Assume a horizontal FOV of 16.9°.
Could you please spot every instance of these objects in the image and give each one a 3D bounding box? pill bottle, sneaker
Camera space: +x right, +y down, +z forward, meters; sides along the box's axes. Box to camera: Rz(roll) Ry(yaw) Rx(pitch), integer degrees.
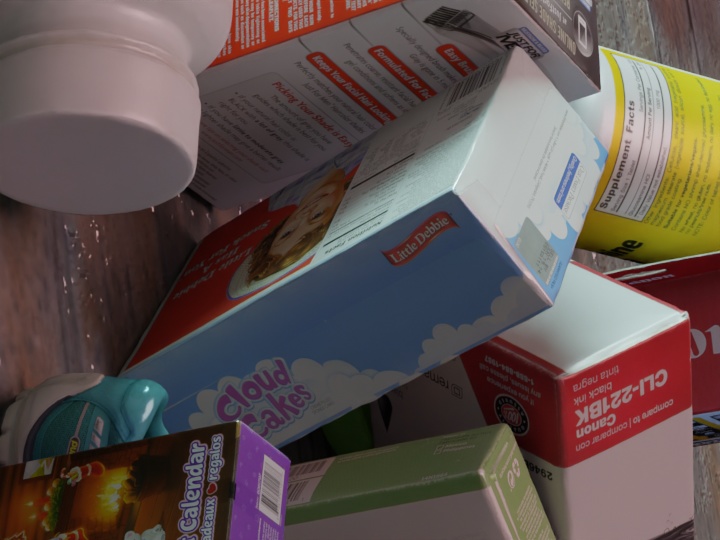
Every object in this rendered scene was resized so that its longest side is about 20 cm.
[{"bbox_3d":[-0.107,-0.131,0.987,0.114,0.114,0.201,36,48,-51],"label":"pill bottle"},{"bbox_3d":[0.144,-0.064,1.362,0.199,0.112,0.113,13,63,-24],"label":"pill bottle"},{"bbox_3d":[-0.077,0.131,0.970,0.201,0.079,0.078,66,29,-21],"label":"sneaker"}]

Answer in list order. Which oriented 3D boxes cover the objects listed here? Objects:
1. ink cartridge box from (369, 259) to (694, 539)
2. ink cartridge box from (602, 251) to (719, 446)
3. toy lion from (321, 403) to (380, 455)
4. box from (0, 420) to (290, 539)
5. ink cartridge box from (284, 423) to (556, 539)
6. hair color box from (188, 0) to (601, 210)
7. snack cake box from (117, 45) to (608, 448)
[{"bbox_3d":[0.079,0.099,1.134,0.084,0.144,0.201,-24,122,-31],"label":"ink cartridge box"},{"bbox_3d":[0.182,0.049,1.356,0.175,0.199,0.084,16,66,-59],"label":"ink cartridge box"},{"bbox_3d":[0.037,0.052,1.241,0.200,0.068,0.193,-16,102,-58],"label":"toy lion"},{"bbox_3d":[-0.099,0.159,0.854,0.039,0.136,0.201,43,42,-48],"label":"box"},{"bbox_3d":[0.031,0.176,1.080,0.201,0.145,0.048,67,28,-19],"label":"ink cartridge box"},{"bbox_3d":[-0.008,-0.099,1.065,0.111,0.199,0.064,37,45,-51],"label":"hair color box"},{"bbox_3d":[0.000,0.000,1.032,0.067,0.200,0.115,48,36,-18],"label":"snack cake box"}]
